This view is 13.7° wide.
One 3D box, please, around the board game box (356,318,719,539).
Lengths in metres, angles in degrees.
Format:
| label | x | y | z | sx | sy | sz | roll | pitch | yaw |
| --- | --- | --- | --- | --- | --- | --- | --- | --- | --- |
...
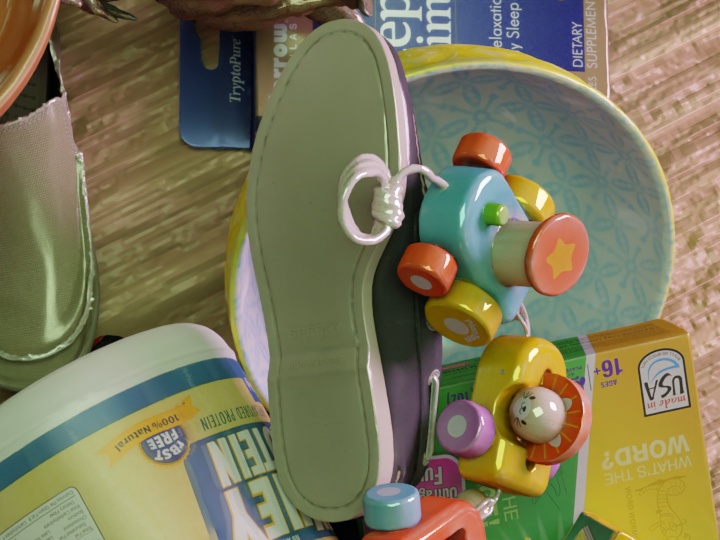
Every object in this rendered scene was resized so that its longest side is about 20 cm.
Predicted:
| label | x | y | z | sx | sy | sz | roll | pitch | yaw |
| --- | --- | --- | --- | --- | --- | --- | --- | --- | --- |
| board game box | 0.080 | 0.134 | 1.288 | 0.153 | 0.040 | 0.201 | -12 | 101 | -12 |

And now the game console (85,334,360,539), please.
| label | x | y | z | sx | sy | sz | roll | pitch | yaw |
| --- | --- | --- | --- | --- | --- | --- | --- | --- | --- |
| game console | -0.065 | 0.144 | 1.321 | 0.200 | 0.031 | 0.177 | 25 | 71 | 0 |

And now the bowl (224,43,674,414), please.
| label | x | y | z | sx | sy | sz | roll | pitch | yaw |
| --- | --- | --- | --- | --- | --- | --- | --- | --- | --- |
| bowl | 0.027 | -0.019 | 1.314 | 0.199 | 0.108 | 0.201 | -7 | 117 | -15 |

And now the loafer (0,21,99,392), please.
| label | x | y | z | sx | sy | sz | roll | pitch | yaw |
| --- | --- | --- | --- | --- | --- | --- | --- | --- | --- |
| loafer | -0.161 | -0.045 | 1.330 | 0.075 | 0.068 | 0.201 | -10 | 75 | -2 |

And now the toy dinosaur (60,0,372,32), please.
| label | x | y | z | sx | sy | sz | roll | pitch | yaw |
| --- | --- | --- | --- | --- | --- | --- | --- | --- | --- |
| toy dinosaur | -0.071 | -0.135 | 1.313 | 0.135 | 0.200 | 0.086 | -22 | 62 | 30 |

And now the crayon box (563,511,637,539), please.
| label | x | y | z | sx | sy | sz | roll | pitch | yaw |
| --- | --- | --- | --- | --- | --- | --- | --- | --- | --- |
| crayon box | 0.112 | 0.232 | 1.257 | 0.172 | 0.058 | 0.200 | 35 | 87 | -17 |

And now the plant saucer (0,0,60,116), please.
| label | x | y | z | sx | sy | sz | roll | pitch | yaw |
| --- | --- | --- | --- | --- | --- | --- | --- | --- | --- |
| plant saucer | -0.216 | -0.124 | 1.174 | 0.200 | 0.032 | 0.201 | 1 | 76 | -5 |

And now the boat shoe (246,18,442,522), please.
| label | x | y | z | sx | sy | sz | roll | pitch | yaw |
| --- | --- | --- | --- | --- | --- | --- | --- | --- | --- |
| boat shoe | 0.000 | 0.000 | 1.211 | 0.072 | 0.063 | 0.201 | 0 | 90 | 33 |

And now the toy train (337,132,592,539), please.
| label | x | y | z | sx | sy | sz | roll | pitch | yaw |
| --- | --- | --- | --- | --- | --- | --- | --- | --- | --- |
| toy train | 0.045 | 0.048 | 1.172 | 0.055 | 0.150 | 0.201 | 6 | 106 | 34 |

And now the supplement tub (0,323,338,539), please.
| label | x | y | z | sx | sy | sz | roll | pitch | yaw |
| --- | --- | --- | --- | --- | --- | --- | --- | --- | --- |
| supplement tub | -0.075 | 0.139 | 1.229 | 0.144 | 0.145 | 0.200 | -28 | 79 | -12 |

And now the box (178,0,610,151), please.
| label | x | y | z | sx | sy | sz | roll | pitch | yaw |
| --- | --- | --- | --- | --- | --- | --- | --- | --- | --- |
| box | 0.016 | -0.114 | 1.388 | 0.199 | 0.032 | 0.122 | 1 | 76 | -5 |
